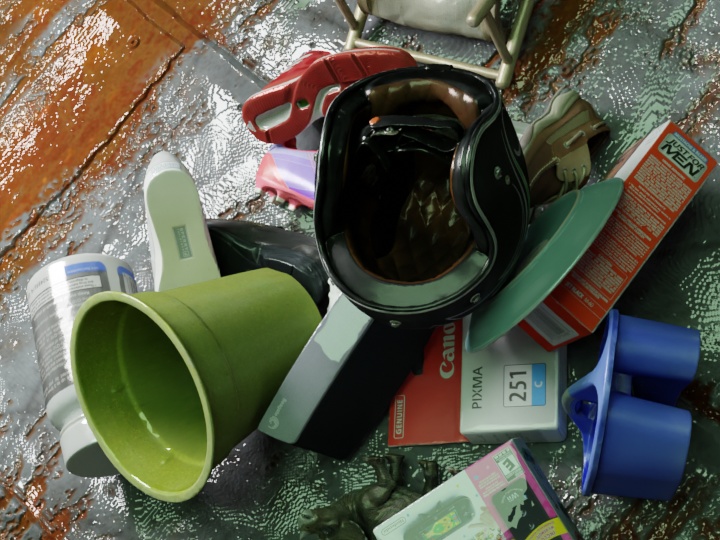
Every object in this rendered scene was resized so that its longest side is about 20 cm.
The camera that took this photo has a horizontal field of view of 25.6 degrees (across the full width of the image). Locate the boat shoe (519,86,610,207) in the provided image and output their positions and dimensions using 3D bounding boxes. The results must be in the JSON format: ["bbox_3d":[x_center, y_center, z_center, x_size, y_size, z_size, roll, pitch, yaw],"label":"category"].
[{"bbox_3d":[0.180,-0.100,1.463,0.071,0.076,0.200,32,47,7],"label":"boat shoe"}]

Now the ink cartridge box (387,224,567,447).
[{"bbox_3d":[0.105,0.061,1.486,0.174,0.045,0.202,-5,68,19],"label":"ink cartridge box"}]

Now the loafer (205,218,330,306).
[{"bbox_3d":[-0.098,-0.014,1.597,0.199,0.073,0.072,22,40,35],"label":"loafer"}]

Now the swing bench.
[{"bbox_3d":[0.086,-0.316,1.601,0.197,0.130,0.201,17,71,28],"label":"swing bench"}]

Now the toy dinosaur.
[{"bbox_3d":[0.045,0.224,1.441,0.198,0.077,0.104,8,90,10],"label":"toy dinosaur"}]

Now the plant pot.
[{"bbox_3d":[-0.136,0.083,1.478,0.199,0.202,0.189,34,41,29],"label":"plant pot"}]

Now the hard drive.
[{"bbox_3d":[0.000,0.082,1.460,0.042,0.135,0.201,35,93,32],"label":"hard drive"}]

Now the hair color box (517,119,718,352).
[{"bbox_3d":[0.220,-0.029,1.407,0.064,0.111,0.200,41,72,-3],"label":"hair color box"}]

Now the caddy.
[{"bbox_3d":[0.221,0.116,1.337,0.104,0.200,0.143,9,70,8],"label":"caddy"}]

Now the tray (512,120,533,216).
[{"bbox_3d":[0.090,-0.114,1.575,0.198,0.022,0.108,15,77,27],"label":"tray"}]

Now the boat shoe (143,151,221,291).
[{"bbox_3d":[-0.182,-0.022,1.580,0.071,0.202,0.069,-14,29,-3],"label":"boat shoe"}]

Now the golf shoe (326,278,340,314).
[{"bbox_3d":[0.000,0.000,1.511,0.091,0.075,0.202,37,116,34],"label":"golf shoe"}]

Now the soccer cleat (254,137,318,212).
[{"bbox_3d":[-0.019,-0.083,1.582,0.199,0.067,0.077,20,84,31],"label":"soccer cleat"}]

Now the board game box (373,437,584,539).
[{"bbox_3d":[0.126,0.267,1.352,0.147,0.064,0.201,-33,81,7],"label":"board game box"}]

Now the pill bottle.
[{"bbox_3d":[-0.264,0.095,1.584,0.113,0.114,0.202,-22,62,13],"label":"pill bottle"}]

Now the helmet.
[{"bbox_3d":[0.052,-0.054,1.327,0.198,0.192,0.201,-4,31,3],"label":"helmet"}]

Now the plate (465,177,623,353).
[{"bbox_3d":[0.151,-0.012,1.372,0.026,0.200,0.200,42,89,-5],"label":"plate"}]

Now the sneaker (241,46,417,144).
[{"bbox_3d":[-0.020,-0.201,1.590,0.198,0.079,0.116,-11,31,29],"label":"sneaker"}]
